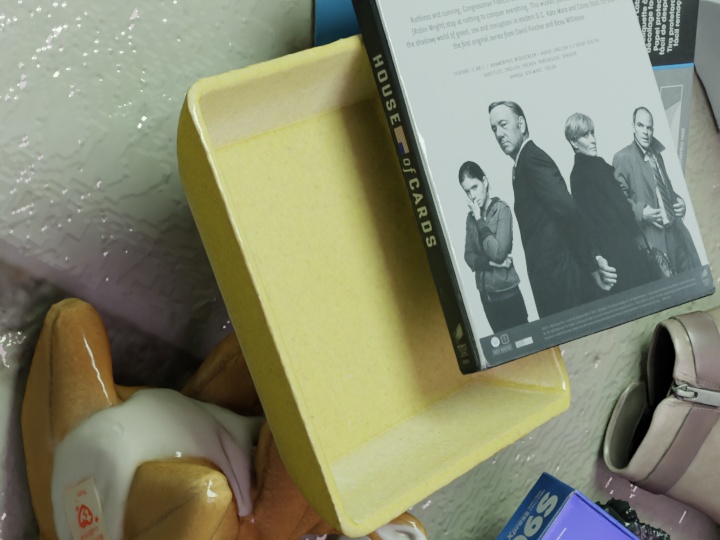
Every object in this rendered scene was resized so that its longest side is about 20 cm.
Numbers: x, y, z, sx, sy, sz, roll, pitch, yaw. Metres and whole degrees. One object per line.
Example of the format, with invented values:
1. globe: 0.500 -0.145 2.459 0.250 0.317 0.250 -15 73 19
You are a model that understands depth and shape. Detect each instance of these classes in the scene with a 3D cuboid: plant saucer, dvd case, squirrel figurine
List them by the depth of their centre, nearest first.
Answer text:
1. plant saucer: 0.000 0.000 0.948 0.199 0.048 0.202 -24 95 -53
2. dvd case: 0.081 -0.067 0.981 0.149 0.025 0.202 -15 88 -33
3. squirrel figurine: -0.062 0.121 1.011 0.186 0.141 0.201 -3 121 -44

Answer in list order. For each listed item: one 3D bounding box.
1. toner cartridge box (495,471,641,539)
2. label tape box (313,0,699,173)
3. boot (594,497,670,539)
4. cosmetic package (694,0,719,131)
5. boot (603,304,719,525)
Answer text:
1. toner cartridge box: 0.080 0.217 1.110 0.095 0.043 0.201 38 85 -20
2. label tape box: 0.074 -0.080 1.060 0.199 0.063 0.146 -8 109 -32
3. boot: 0.135 0.238 1.195 0.162 0.073 0.199 -42 117 -11
4. cosmetic package: 0.277 -0.162 1.166 0.199 0.071 0.102 -37 122 -18
5. boot: 0.206 0.115 1.216 0.145 0.070 0.202 7 100 -29
